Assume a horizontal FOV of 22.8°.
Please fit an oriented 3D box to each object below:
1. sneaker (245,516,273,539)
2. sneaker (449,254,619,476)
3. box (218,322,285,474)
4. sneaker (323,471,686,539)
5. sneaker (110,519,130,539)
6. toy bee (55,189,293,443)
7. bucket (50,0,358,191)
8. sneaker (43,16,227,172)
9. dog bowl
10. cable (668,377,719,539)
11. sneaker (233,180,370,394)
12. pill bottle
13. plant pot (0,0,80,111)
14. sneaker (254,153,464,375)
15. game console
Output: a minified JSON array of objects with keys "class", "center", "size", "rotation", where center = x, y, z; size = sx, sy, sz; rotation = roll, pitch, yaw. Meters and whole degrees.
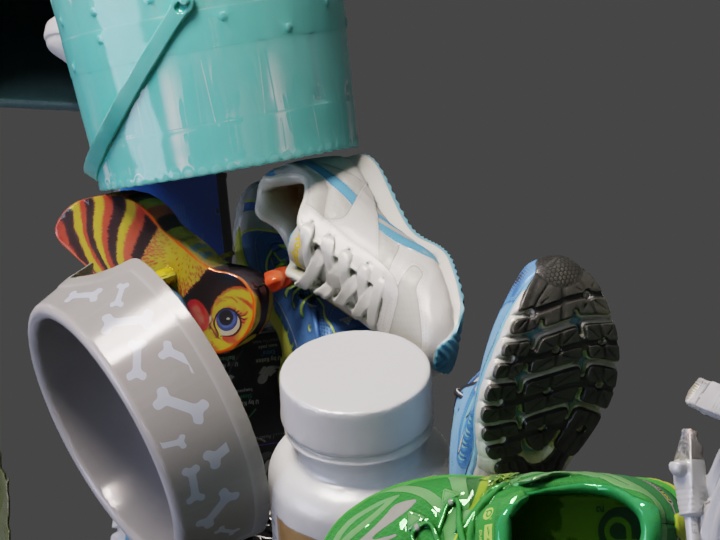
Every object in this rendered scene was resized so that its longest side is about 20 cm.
[{"class":"sneaker","center":[-0.059,0.183,1.176],"size":[0.073,0.200,0.081],"rotation":[16,104,27]},{"class":"sneaker","center":[0.078,0.073,0.973],"size":[0.090,0.078,0.201],"rotation":[-121,34,-48]},{"class":"box","center":[-0.086,0.133,1.304],"size":[0.122,0.105,0.202],"rotation":[13,108,63]},{"class":"sneaker","center":[0.066,0.129,0.886],"size":[0.084,0.198,0.075],"rotation":[33,-132,-64]},{"class":"sneaker","center":[-0.129,0.128,1.216],"size":[0.086,0.075,0.202],"rotation":[-9,91,47]},{"class":"toy bee","center":[-0.099,0.013,1.164],"size":[0.109,0.200,0.131],"rotation":[-40,16,17]},{"class":"bucket","center":[-0.098,-0.132,1.172],"size":[0.207,0.206,0.136],"rotation":[-1,100,65]},{"class":"sneaker","center":[-0.168,-0.133,1.350],"size":[0.199,0.075,0.089],"rotation":[22,95,27]},{"class":"dog bowl","center":[-0.135,0.088,1.087],"size":[0.200,0.058,0.201],"rotation":[44,149,34]},{"class":"cable","center":[0.210,0.142,0.710],"size":[0.200,0.069,0.202],"rotation":[2,98,64]},{"class":"sneaker","center":[-0.023,0.021,1.188],"size":[0.105,0.075,0.202],"rotation":[-40,66,60]},{"class":"pill bottle","center":[0.002,0.144,1.072],"size":[0.114,0.113,0.202],"rotation":[-134,35,-53]},{"class":"plant pot","center":[-0.242,-0.271,1.466],"size":[0.197,0.194,0.201],"rotation":[113,150,-47]},{"class":"sneaker","center":[0.000,0.000,1.119],"size":[0.200,0.080,0.077],"rotation":[53,139,46]},{"class":"game console","center":[-0.161,0.008,1.438],"size":[0.118,0.170,0.202],"rotation":[-7,89,39]}]
